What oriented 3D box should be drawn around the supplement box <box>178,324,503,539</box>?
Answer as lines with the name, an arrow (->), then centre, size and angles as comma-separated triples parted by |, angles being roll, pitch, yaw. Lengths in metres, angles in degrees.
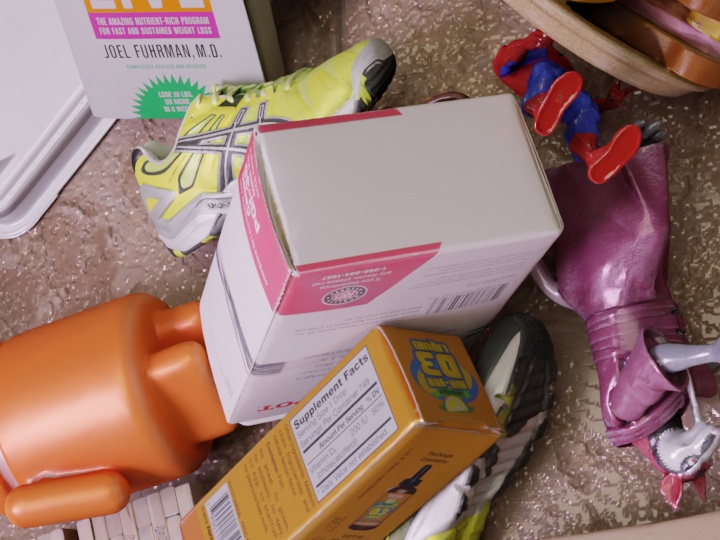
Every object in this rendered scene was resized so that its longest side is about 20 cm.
supplement box -> -0.016, 0.114, 0.775 | 0.200, 0.066, 0.069 | -44, 53, 33

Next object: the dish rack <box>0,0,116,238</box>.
dish rack -> -0.243, -0.144, 0.996 | 0.171, 0.043, 0.201 | 42, 94, 23

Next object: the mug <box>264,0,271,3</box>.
mug -> -0.092, -0.269, 0.896 | 0.151, 0.185, 0.115 | -28, 25, 34

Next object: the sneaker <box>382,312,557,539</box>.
sneaker -> 0.038, 0.107, 0.806 | 0.084, 0.074, 0.202 | 33, 104, 30

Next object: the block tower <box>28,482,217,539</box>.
block tower -> -0.168, 0.186, 0.890 | 0.198, 0.054, 0.059 | -20, 73, 15

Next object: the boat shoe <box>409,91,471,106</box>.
boat shoe -> -0.010, -0.047, 0.871 | 0.198, 0.072, 0.073 | -28, 70, 13

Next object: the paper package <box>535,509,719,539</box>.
paper package -> 0.145, 0.233, 0.715 | 0.188, 0.104, 0.202 | -12, 61, 16

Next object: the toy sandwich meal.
toy sandwich meal -> 0.137, -0.167, 0.779 | 0.205, 0.204, 0.071 | 46, 117, 22

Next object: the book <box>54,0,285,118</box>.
book -> -0.128, -0.185, 0.873 | 0.132, 0.202, 0.048 | 1, 42, 17

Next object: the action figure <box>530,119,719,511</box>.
action figure -> 0.141, 0.029, 0.766 | 0.147, 0.134, 0.203 | -13, 72, 18

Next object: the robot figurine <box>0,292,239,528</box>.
robot figurine -> -0.169, 0.086, 0.877 | 0.198, 0.116, 0.146 | -19, 72, 16

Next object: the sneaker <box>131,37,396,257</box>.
sneaker -> -0.065, -0.084, 0.867 | 0.199, 0.075, 0.077 | -34, 97, 26

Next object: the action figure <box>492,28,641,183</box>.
action figure -> 0.110, -0.100, 0.787 | 0.065, 0.200, 0.052 | 34, 102, -12

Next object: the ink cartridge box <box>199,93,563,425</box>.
ink cartridge box -> 0.000, 0.000, 0.765 | 0.145, 0.200, 0.084 | -10, 67, -20
